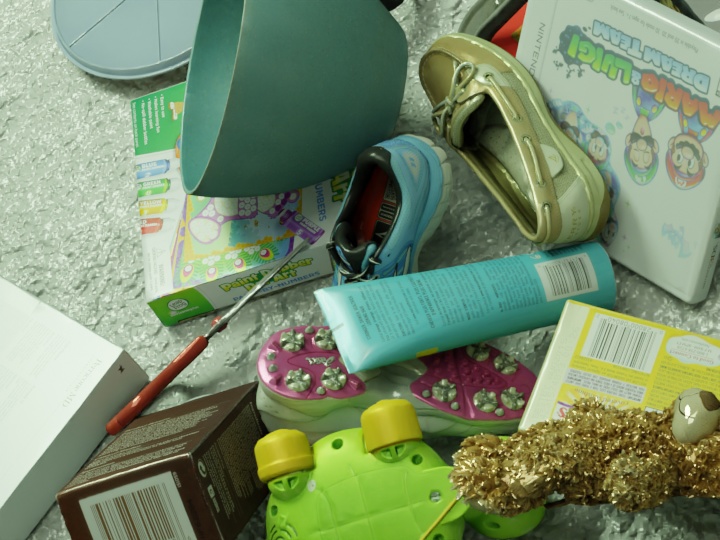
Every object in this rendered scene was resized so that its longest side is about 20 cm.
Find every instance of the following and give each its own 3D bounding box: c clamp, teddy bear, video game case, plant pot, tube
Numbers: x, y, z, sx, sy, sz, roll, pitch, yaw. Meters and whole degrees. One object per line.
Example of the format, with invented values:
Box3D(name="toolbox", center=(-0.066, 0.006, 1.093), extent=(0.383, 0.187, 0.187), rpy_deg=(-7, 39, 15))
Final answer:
Box3D(name="c clamp", center=(0.137, -0.162, 1.707), extent=(0.200, 0.027, 0.171), rpy_deg=(-38, 57, 43))
Box3D(name="teddy bear", center=(0.151, 0.112, 1.461), extent=(0.200, 0.145, 0.067), rpy_deg=(-5, 95, 23))
Box3D(name="video game case", center=(0.181, -0.100, 1.626), extent=(0.024, 0.182, 0.200), rpy_deg=(-15, 37, -42))
Box3D(name="plant pot", center=(-0.043, -0.142, 1.696), extent=(0.135, 0.200, 0.200), rpy_deg=(9, 56, -14))
Box3D(name="tube", center=(0.074, 0.022, 1.601), extent=(0.200, 0.050, 0.077), rpy_deg=(-10, 42, -17))

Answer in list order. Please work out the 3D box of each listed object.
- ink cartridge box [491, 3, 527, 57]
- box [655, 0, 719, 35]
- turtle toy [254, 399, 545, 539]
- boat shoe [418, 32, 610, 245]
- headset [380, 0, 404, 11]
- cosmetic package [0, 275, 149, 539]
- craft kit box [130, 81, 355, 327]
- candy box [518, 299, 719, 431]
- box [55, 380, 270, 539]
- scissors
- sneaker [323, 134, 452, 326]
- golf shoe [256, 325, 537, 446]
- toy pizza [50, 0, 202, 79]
Box3D(name="ink cartridge box", center=(0.206, -0.209, 1.748), extent=(0.200, 0.050, 0.161), rpy_deg=(-40, 52, -7))
Box3D(name="box", center=(0.287, -0.181, 1.622), extent=(0.122, 0.106, 0.200), rpy_deg=(-35, 71, -2))
Box3D(name="turtle toy", center=(0.027, 0.162, 1.556), extent=(0.200, 0.101, 0.146), rpy_deg=(-17, 78, 11))
Box3D(name="boat shoe", center=(0.095, -0.093, 1.653), extent=(0.063, 0.073, 0.201), rpy_deg=(-11, 53, -37))
Box3D(name="headset", center=(-0.058, -0.249, 1.829), extent=(0.200, 0.094, 0.124), rpy_deg=(-1, 39, -8))
Box3D(name="cosmetic package", center=(-0.276, 0.117, 1.754), extent=(0.151, 0.052, 0.200), rpy_deg=(28, 74, 37))
Box3D(name="craft kit box", center=(-0.074, -0.074, 1.790), extent=(0.197, 0.049, 0.200), rpy_deg=(-16, 54, 11))
Box3D(name="candy box", center=(0.214, 0.091, 1.542), extent=(0.200, 0.026, 0.102), rpy_deg=(16, 69, 18))
Box3D(name="box", center=(-0.123, 0.141, 1.582), extent=(0.100, 0.200, 0.075), rpy_deg=(-18, 99, 14))
Box3D(name="scissors", center=(-0.113, 0.047, 1.721), extent=(0.014, 0.073, 0.200), rpy_deg=(44, 79, 0))
Box3D(name="sneaker", center=(0.000, 0.000, 1.651), extent=(0.078, 0.090, 0.200), rpy_deg=(12, 94, 28))
Box3D(name="golf shoe", center=(0.025, 0.089, 1.616), extent=(0.200, 0.092, 0.075), rpy_deg=(7, 48, -5))
Box3D(name="toy pizza", center=(-0.163, -0.236, 1.940), extent=(0.200, 0.032, 0.200), rpy_deg=(-12, 56, 18))
